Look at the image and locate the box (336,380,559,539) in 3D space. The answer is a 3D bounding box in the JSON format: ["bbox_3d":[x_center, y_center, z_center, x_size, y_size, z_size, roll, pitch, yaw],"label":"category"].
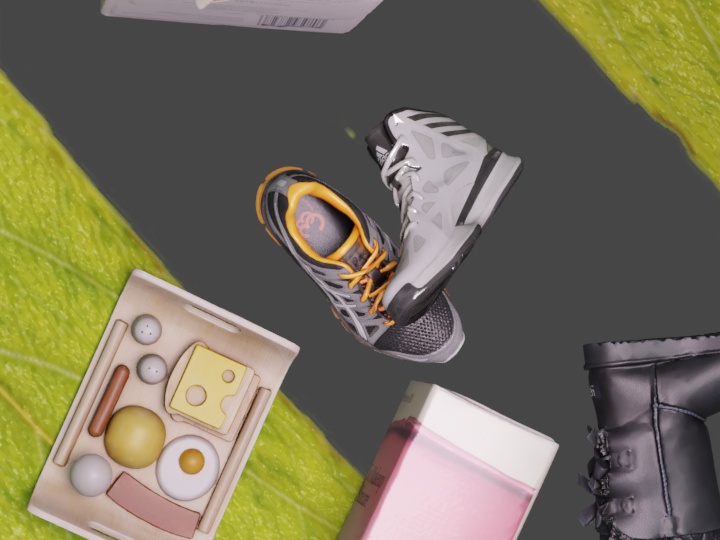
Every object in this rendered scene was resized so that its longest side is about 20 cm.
[{"bbox_3d":[0.051,0.195,1.656,0.108,0.128,0.201,25,85,-6],"label":"box"}]

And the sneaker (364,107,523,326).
[{"bbox_3d":[0.036,-0.048,1.658,0.115,0.076,0.201,34,45,1],"label":"sneaker"}]

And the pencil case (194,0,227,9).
[{"bbox_3d":[-0.095,-0.279,1.466,0.089,0.078,0.201,-13,91,-25],"label":"pencil case"}]

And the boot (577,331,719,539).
[{"bbox_3d":[0.264,0.131,1.714,0.197,0.073,0.164,-5,88,-1],"label":"boot"}]

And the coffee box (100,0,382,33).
[{"bbox_3d":[-0.085,-0.290,1.609,0.198,0.200,0.199,3,88,-8],"label":"coffee box"}]

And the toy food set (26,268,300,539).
[{"bbox_3d":[-0.149,0.119,1.664,0.143,0.060,0.201,25,86,-6],"label":"toy food set"}]

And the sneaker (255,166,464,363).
[{"bbox_3d":[0.000,0.000,1.679,0.200,0.077,0.078,40,83,-7],"label":"sneaker"}]
